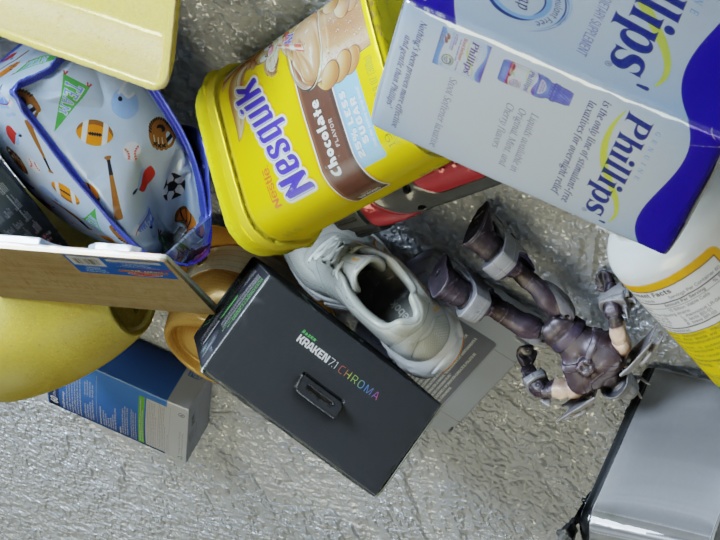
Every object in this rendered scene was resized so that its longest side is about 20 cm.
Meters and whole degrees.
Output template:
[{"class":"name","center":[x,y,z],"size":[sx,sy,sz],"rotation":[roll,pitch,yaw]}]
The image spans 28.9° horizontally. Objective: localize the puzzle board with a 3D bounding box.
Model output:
[{"class":"puzzle board","center":[-0.226,0.001,1.115],"size":[0.197,0.018,0.151],"rotation":[4,163,10]}]

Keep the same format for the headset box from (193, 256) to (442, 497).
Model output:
[{"class":"headset box","center":[-0.040,0.082,1.142],"size":[0.174,0.093,0.200],"rotation":[37,178,-11]}]

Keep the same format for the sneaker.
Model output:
[{"class":"sneaker","center":[0.000,0.000,1.127],"size":[0.199,0.076,0.092],"rotation":[36,170,34]}]

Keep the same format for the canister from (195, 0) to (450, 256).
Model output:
[{"class":"canister","center":[-0.022,-0.113,1.023],"size":[0.199,0.086,0.150],"rotation":[-25,76,44]}]

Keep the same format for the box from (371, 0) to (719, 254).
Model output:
[{"class":"box","center":[0.135,-0.139,0.854],"size":[0.198,0.185,0.105],"rotation":[24,140,6]}]

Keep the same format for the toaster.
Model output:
[{"class":"toaster","center":[0.262,0.209,1.141],"size":[0.118,0.201,0.182],"rotation":[6,136,33]}]

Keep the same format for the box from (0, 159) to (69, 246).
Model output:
[{"class":"box","center":[-0.328,-0.097,1.137],"size":[0.159,0.046,0.200],"rotation":[46,171,23]}]

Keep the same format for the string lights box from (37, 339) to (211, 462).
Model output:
[{"class":"string lights box","center":[-0.259,0.118,1.478],"size":[0.198,0.059,0.103],"rotation":[23,141,9]}]

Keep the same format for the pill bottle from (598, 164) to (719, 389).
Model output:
[{"class":"pill bottle","center":[0.245,-0.007,0.984],"size":[0.200,0.113,0.112],"rotation":[44,139,-18]}]

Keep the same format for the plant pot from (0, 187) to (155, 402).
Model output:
[{"class":"plant pot","center":[-0.270,0.016,1.284],"size":[0.140,0.201,0.201],"rotation":[-5,131,20]}]

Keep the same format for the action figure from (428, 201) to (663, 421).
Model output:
[{"class":"action figure","center":[0.153,0.040,1.111],"size":[0.199,0.070,0.130],"rotation":[38,110,-10]}]

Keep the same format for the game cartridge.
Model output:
[{"class":"game cartridge","center":[0.064,0.064,1.237],"size":[0.133,0.042,0.200],"rotation":[35,141,0]}]

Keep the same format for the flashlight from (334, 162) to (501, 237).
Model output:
[{"class":"flashlight","center":[0.061,-0.081,1.060],"size":[0.199,0.067,0.069],"rotation":[-19,89,41]}]

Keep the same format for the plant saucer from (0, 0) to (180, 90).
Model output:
[{"class":"plant saucer","center":[-0.194,-0.252,0.988],"size":[0.198,0.048,0.202],"rotation":[21,117,23]}]

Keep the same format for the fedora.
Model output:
[{"class":"fedora","center":[-0.120,0.048,1.295],"size":[0.199,0.082,0.202],"rotation":[17,140,15]}]

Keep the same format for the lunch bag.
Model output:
[{"class":"lunch bag","center":[-0.208,-0.095,1.133],"size":[0.201,0.124,0.170],"rotation":[57,160,-21]}]
